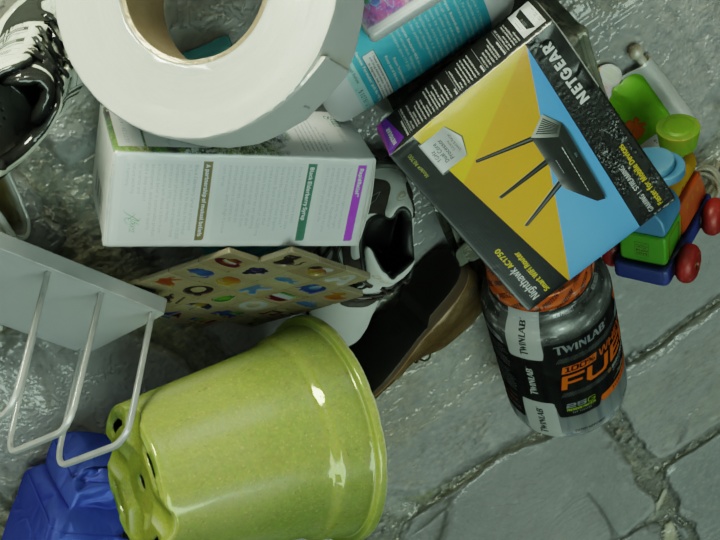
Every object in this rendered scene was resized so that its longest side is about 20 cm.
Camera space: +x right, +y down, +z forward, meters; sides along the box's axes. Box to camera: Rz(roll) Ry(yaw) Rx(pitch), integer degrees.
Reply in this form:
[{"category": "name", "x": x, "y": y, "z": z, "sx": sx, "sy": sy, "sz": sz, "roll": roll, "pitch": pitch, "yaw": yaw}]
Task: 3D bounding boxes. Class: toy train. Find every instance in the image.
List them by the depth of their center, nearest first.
[{"category": "toy train", "x": 0.283, "y": -0.089, "z": 1.034, "sx": 0.200, "sy": 0.084, "sz": 0.117, "roll": -50, "pitch": 141, "yaw": -38}]

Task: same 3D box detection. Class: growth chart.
[{"category": "growth chart", "x": 0.221, "y": -0.100, "z": 1.073, "sx": 0.144, "sy": 0.018, "sz": 0.201, "roll": 29, "pitch": 109, "yaw": -33}]

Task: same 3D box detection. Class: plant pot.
[{"category": "plant pot", "x": -0.106, "y": 0.155, "z": 0.967, "sx": 0.182, "sy": 0.200, "sz": 0.203, "roll": -13, "pitch": 129, "yaw": -31}]

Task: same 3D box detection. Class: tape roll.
[{"category": "tape roll", "x": -0.098, "y": -0.184, "z": 0.771, "sx": 0.202, "sy": 0.203, "sz": 0.071, "roll": -41, "pitch": 172, "yaw": 11}]

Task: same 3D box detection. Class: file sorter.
[{"category": "file sorter", "x": -0.277, "y": 0.062, "z": 0.894, "sx": 0.198, "sy": 0.126, "sz": 0.138, "roll": 24, "pitch": 150, "yaw": -33}]

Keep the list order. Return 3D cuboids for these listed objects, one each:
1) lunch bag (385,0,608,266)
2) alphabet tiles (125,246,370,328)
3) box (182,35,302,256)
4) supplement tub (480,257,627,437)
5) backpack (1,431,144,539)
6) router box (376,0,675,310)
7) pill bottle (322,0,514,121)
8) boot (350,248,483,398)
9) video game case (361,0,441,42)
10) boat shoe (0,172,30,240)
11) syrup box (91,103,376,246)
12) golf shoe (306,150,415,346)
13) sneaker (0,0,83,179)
[{"category": "lunch bag", "x": 0.125, "y": -0.102, "z": 0.971, "sx": 0.162, "sy": 0.118, "sz": 0.201, "roll": -28, "pitch": 131, "yaw": 1}, {"category": "alphabet tiles", "x": -0.098, "y": 0.017, "z": 0.954, "sx": 0.198, "sy": 0.006, "sz": 0.165, "roll": -16, "pitch": 158, "yaw": 35}, {"category": "box", "x": -0.110, "y": -0.080, "z": 0.940, "sx": 0.081, "sy": 0.049, "sz": 0.202, "roll": -22, "pitch": 129, "yaw": -5}, {"category": "supplement tub", "x": 0.181, "y": 0.053, "z": 1.089, "sx": 0.121, "sy": 0.123, "sz": 0.201, "roll": -25, "pitch": 135, "yaw": -2}, {"category": "backpack", "x": -0.206, "y": 0.247, "z": 1.063, "sx": 0.198, "sy": 0.162, "sz": 0.170, "roll": 18, "pitch": 101, "yaw": -28}, {"category": "router box", "x": 0.128, "y": -0.081, "z": 0.880, "sx": 0.149, "sy": 0.051, "sz": 0.200, "roll": -38, "pitch": 125, "yaw": 12}, {"category": "pill bottle", "x": 0.038, "y": -0.207, "z": 0.866, "sx": 0.198, "sy": 0.111, "sz": 0.111, "roll": -31, "pitch": 129, "yaw": 3}, {"category": "boot", "x": 0.043, "y": 0.074, "z": 1.100, "sx": 0.200, "sy": 0.074, "sz": 0.075, "roll": -46, "pitch": 137, "yaw": 11}, {"category": "video game case", "x": 0.046, "y": -0.288, "z": 0.799, "sx": 0.198, "sy": 0.024, "sz": 0.184, "roll": -31, "pitch": 89, "yaw": 3}, {"category": "boat shoe", "x": -0.276, "y": -0.097, "z": 0.833, "sx": 0.085, "sy": 0.075, "sz": 0.204, "roll": 1, "pitch": 130, "yaw": 7}, {"category": "syrup box", "x": -0.095, "y": -0.070, "z": 0.868, "sx": 0.197, "sy": 0.079, "sz": 0.082, "roll": 0, "pitch": 124, "yaw": -22}, {"category": "golf shoe", "x": 0.000, "y": 0.000, "z": 1.011, "sx": 0.077, "sy": 0.095, "sz": 0.202, "roll": -2, "pitch": 126, "yaw": -20}, {"category": "sneaker", "x": -0.219, "y": -0.123, "z": 0.780, "sx": 0.087, "sy": 0.202, "sz": 0.076, "roll": -11, "pitch": 134, "yaw": 43}]
